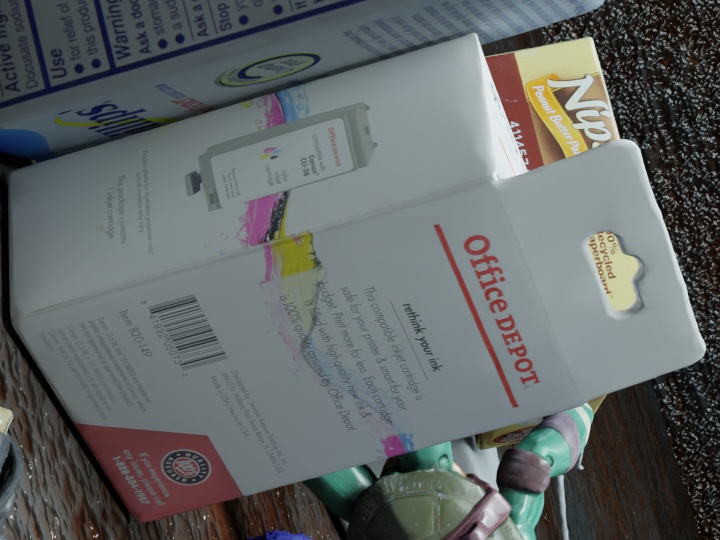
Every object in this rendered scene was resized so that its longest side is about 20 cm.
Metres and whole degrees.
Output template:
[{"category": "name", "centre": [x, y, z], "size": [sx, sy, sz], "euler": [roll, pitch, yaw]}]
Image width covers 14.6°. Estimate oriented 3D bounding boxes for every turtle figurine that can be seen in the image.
[{"category": "turtle figurine", "centre": [0.028, 0.094, 1.084], "size": [0.201, 0.149, 0.101], "euler": [57, -1, -17]}]

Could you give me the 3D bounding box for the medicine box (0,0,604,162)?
[{"category": "medicine box", "centre": [-0.043, -0.148, 0.881], "size": [0.103, 0.199, 0.183], "euler": [15, 60, -77]}]

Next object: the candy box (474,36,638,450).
[{"category": "candy box", "centre": [0.072, -0.006, 1.184], "size": [0.200, 0.055, 0.116], "euler": [107, -28, -72]}]

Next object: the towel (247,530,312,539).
[{"category": "towel", "centre": [-0.017, 0.207, 0.968], "size": [0.148, 0.049, 0.201], "euler": [76, 5, -47]}]

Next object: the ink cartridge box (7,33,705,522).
[{"category": "ink cartridge box", "centre": [0.000, 0.000, 0.902], "size": [0.117, 0.199, 0.068], "euler": [65, 13, -47]}]

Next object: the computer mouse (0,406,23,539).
[{"category": "computer mouse", "centre": [-0.075, 0.133, 0.743], "size": [0.110, 0.044, 0.201], "euler": [-97, 163, -63]}]

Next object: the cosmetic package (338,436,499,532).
[{"category": "cosmetic package", "centre": [0.005, 0.038, 1.271], "size": [0.102, 0.071, 0.201], "euler": [-96, 166, -47]}]
